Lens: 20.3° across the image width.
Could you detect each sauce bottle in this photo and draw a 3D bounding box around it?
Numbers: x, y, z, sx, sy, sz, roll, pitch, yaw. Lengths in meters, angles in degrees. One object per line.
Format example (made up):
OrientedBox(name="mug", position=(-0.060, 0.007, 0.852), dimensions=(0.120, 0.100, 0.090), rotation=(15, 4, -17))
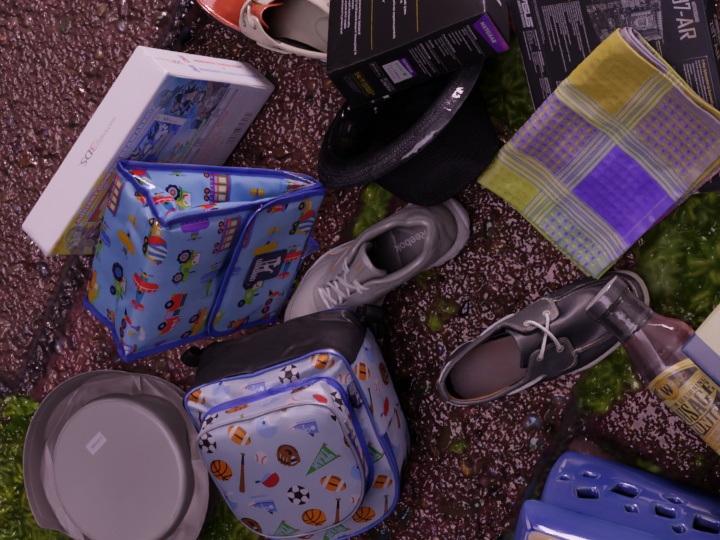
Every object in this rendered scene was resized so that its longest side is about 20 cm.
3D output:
OrientedBox(name="sauce bottle", position=(0.271, 0.087, 1.673), dimensions=(0.200, 0.066, 0.066), rotation=(41, 109, 3))

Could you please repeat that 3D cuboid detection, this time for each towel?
OrientedBox(name="towel", position=(0.205, -0.094, 1.654), dimensions=(0.143, 0.023, 0.200), rotation=(42, 123, -7))

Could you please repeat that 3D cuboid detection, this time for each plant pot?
OrientedBox(name="plant pot", position=(0.216, 0.283, 1.670), dimensions=(0.199, 0.180, 0.202), rotation=(15, 101, 20))

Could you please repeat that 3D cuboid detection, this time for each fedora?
OrientedBox(name="fedora", position=(0.056, -0.116, 1.715), dimensions=(0.200, 0.201, 0.092), rotation=(-39, 114, 21))

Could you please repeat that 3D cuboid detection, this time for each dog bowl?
OrientedBox(name="dog bowl", position=(-0.219, 0.188, 1.900), dimensions=(0.198, 0.059, 0.202), rotation=(2, 96, 21))

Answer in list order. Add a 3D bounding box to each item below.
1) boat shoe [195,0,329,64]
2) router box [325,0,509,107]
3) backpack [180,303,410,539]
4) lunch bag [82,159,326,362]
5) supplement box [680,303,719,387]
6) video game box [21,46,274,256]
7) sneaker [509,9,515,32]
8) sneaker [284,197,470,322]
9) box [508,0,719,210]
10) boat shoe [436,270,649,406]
OrientedBox(name="boat shoe", position=(-0.068, -0.226, 1.791), dimensions=(0.199, 0.062, 0.072), rotation=(23, 106, 19))
OrientedBox(name="router box", position=(0.048, -0.245, 1.684), dimensions=(0.148, 0.051, 0.201), rotation=(-18, 47, 24))
OrientedBox(name="backpack", position=(-0.046, 0.148, 1.768), dimensions=(0.199, 0.155, 0.191), rotation=(-14, 124, 25))
OrientedBox(name="lunch bag", position=(-0.126, -0.016, 1.773), dimensions=(0.094, 0.199, 0.151), rotation=(48, 132, 39))
OrientedBox(name="supplement box", position=(0.401, 0.048, 1.592), dimensions=(0.200, 0.134, 0.200), rotation=(43, 109, 12))
OrientedBox(name="video game box", position=(-0.186, -0.101, 1.787), dimensions=(0.047, 0.182, 0.201), rotation=(42, 108, 19))
OrientedBox(name="sneaker", position=(0.196, -0.268, 1.674), dimensions=(0.199, 0.073, 0.078), rotation=(-33, 82, 21))
OrientedBox(name="sneaker", position=(0.000, 0.000, 1.772), dimensions=(0.200, 0.092, 0.076), rotation=(-39, 81, 22))
OrientedBox(name="box", position=(0.220, -0.155, 1.654), dimensions=(0.159, 0.044, 0.201), rotation=(-7, 115, 23))
OrientedBox(name="boat shoe", position=(0.157, 0.063, 1.730), dimensions=(0.199, 0.068, 0.072), rotation=(-27, 85, 18))
